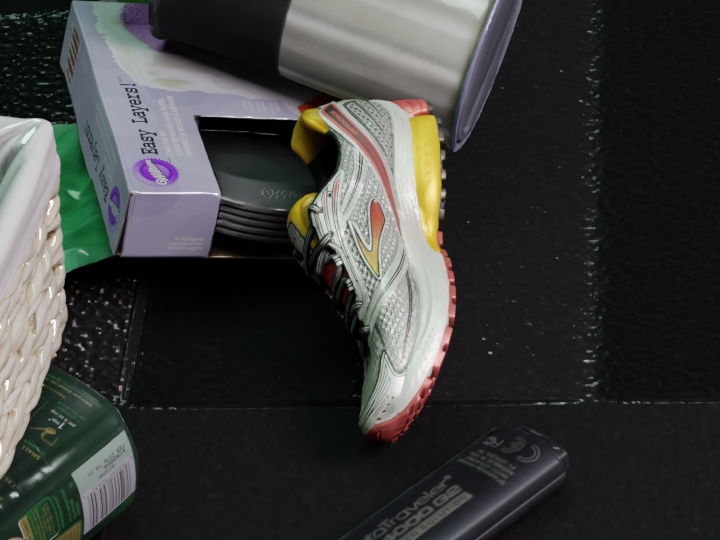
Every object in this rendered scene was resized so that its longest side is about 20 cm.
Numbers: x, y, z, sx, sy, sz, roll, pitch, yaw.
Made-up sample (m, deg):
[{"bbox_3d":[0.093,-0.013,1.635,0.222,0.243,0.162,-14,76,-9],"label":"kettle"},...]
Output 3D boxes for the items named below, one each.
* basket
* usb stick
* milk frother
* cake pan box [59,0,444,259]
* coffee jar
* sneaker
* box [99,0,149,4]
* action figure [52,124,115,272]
[{"bbox_3d":[-0.222,0.030,1.367,0.135,0.124,0.200,4,40,12],"label":"basket"},{"bbox_3d":[0.020,0.138,1.416,0.200,0.033,0.055,-34,40,-30],"label":"usb stick"},{"bbox_3d":[-0.013,-0.171,1.570,0.188,0.181,0.200,20,18,8],"label":"milk frother"},{"bbox_3d":[-0.064,-0.077,1.639,0.184,0.052,0.200,0,38,-16],"label":"cake pan box"},{"bbox_3d":[-0.206,0.130,1.410,0.104,0.085,0.200,28,49,24],"label":"coffee jar"},{"bbox_3d":[0.000,0.000,1.516,0.082,0.078,0.200,5,57,-15],"label":"sneaker"},{"bbox_3d":[-0.073,-0.261,1.785,0.171,0.199,0.200,0,41,7],"label":"box"},{"bbox_3d":[-0.196,-0.002,1.596,0.118,0.055,0.200,26,44,30],"label":"action figure"}]
